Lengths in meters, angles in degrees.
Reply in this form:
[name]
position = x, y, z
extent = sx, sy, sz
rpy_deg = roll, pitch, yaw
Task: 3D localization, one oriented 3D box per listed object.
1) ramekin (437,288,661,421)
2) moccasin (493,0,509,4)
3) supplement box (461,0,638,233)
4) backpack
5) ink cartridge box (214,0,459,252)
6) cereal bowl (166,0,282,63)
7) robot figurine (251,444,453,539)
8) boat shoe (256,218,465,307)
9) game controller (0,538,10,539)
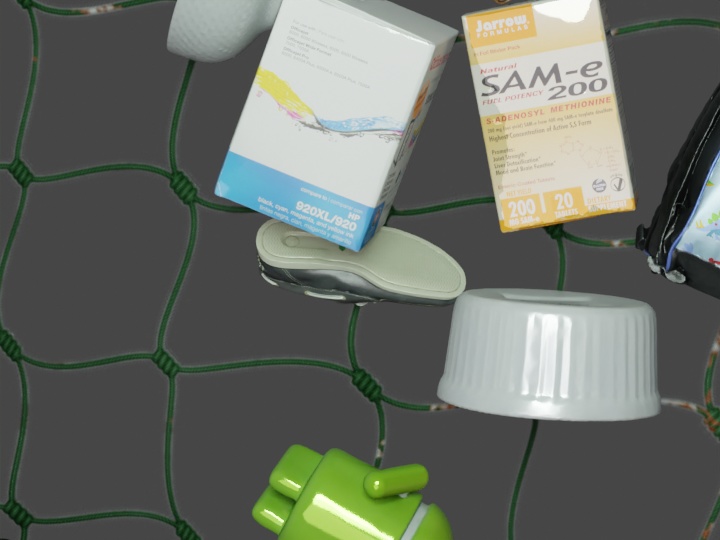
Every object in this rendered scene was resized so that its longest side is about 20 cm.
[ramekin]
position = 0.171, 0.072, 1.658
extent = 0.200, 0.200, 0.098
rpy_deg = 4, 95, 12
[moccasin]
position = 0.164, -0.299, 1.597
extent = 0.201, 0.074, 0.078
rpy_deg = -37, 62, 46
[supplement box]
position = 0.172, -0.145, 1.674
extent = 0.126, 0.074, 0.200
rpy_deg = -10, 99, 13
[backpack]
position = 0.343, -0.075, 1.598
extent = 0.147, 0.183, 0.200
rpy_deg = 22, 99, 0
[ink cartridge box]
position = -0.019, -0.146, 1.677
extent = 0.144, 0.147, 0.200
rpy_deg = 22, 105, 6
[cereal bowl]
position = -0.098, -0.272, 1.646
extent = 0.083, 0.200, 0.200
rpy_deg = 22, 105, -2
[robot figurine]
position = 0.001, 0.247, 1.768
extent = 0.200, 0.116, 0.176
rpy_deg = 30, 115, 4
[boat shoe]
position = 0.000, 0.000, 1.755
extent = 0.200, 0.072, 0.068
rpy_deg = 10, 142, 3
[game controller]
position = -0.425, 0.350, 1.928
extent = 0.200, 0.042, 0.104
rpy_deg = -21, 82, 15
